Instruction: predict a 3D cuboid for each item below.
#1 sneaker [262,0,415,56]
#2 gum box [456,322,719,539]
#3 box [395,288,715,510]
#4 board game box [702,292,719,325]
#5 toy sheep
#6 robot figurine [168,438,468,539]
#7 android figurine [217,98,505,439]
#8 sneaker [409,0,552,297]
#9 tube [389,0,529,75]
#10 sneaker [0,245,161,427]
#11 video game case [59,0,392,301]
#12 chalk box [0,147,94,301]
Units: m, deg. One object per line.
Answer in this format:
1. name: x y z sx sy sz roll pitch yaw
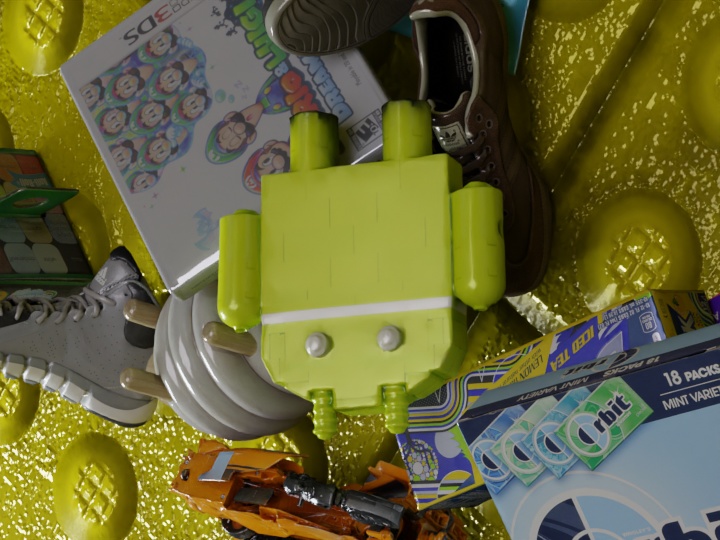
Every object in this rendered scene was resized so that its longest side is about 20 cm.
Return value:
1. sneaker: 0.000 -0.218 1.331 0.200 0.075 0.106 -38 49 -16
2. gum box: 0.169 0.142 1.145 0.169 0.045 0.201 -19 103 35
3. box: 0.115 0.077 1.223 0.199 0.064 0.070 -27 73 34
4. board game box: 0.205 0.135 1.221 0.151 0.046 0.201 -35 69 33
5. toy sheep: -0.073 0.046 1.385 0.199 0.137 0.139 -23 75 45
6. robot figurine: -0.019 0.159 1.350 0.199 0.145 0.058 4 60 37
7. android figurine: 0.000 0.000 1.245 0.181 0.041 0.201 -4 76 20
8. sneaker: 0.063 -0.078 1.300 0.070 0.075 0.201 -11 93 32
9. tube: 0.026 -0.186 1.370 0.199 0.050 0.078 17 102 31
10. sneaker: -0.213 0.023 1.476 0.116 0.199 0.075 -60 28 10
11. video game case: -0.084 -0.108 1.349 0.182 0.024 0.201 -34 61 8
12. chalk box: -0.294 -0.014 1.563 0.200 0.124 0.124 -41 66 29
